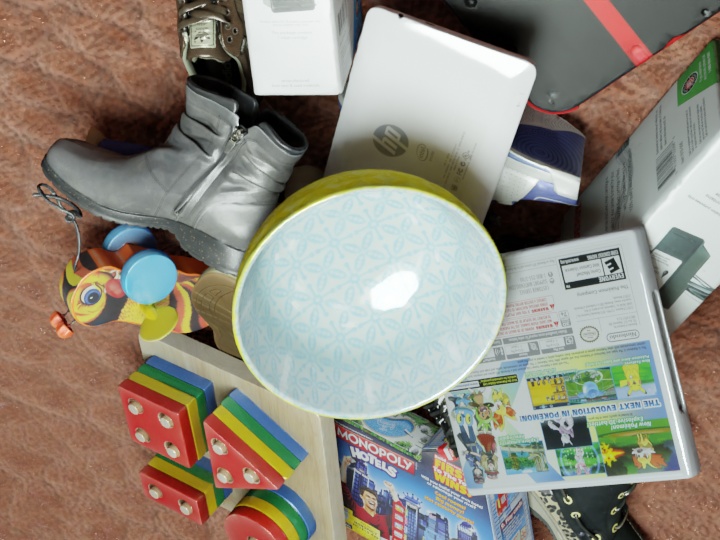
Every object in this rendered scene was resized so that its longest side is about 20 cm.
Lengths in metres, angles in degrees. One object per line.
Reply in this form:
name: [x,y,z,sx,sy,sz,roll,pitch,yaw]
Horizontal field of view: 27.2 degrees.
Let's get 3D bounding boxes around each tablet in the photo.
tablet: [0.044,-0.093,1.118,0.130,0.014,0.200,21,128,5]

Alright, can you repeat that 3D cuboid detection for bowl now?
bowl: [0.000,0.000,1.109,0.199,0.108,0.201,-5,122,-7]

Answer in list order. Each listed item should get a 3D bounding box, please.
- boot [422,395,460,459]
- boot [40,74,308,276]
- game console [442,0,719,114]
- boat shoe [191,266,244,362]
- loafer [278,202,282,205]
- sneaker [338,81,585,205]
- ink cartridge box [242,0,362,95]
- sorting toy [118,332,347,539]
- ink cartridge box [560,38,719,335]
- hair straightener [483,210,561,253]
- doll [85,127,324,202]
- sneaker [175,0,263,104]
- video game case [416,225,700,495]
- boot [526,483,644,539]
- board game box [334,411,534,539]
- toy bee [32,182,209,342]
boot: [0.051,0.096,1.204,0.199,0.139,0.077,-3,160,-18]
boot: [-0.139,-0.093,1.124,0.200,0.070,0.132,23,120,7]
game console: [0.149,-0.224,1.090,0.177,0.031,0.200,-35,114,23]
boat shoe: [-0.090,0.027,1.230,0.071,0.065,0.200,29,161,10]
loafer: [-0.022,0.002,1.228,0.063,0.072,0.200,-12,145,14]
sneaker: [0.074,-0.078,1.178,0.199,0.081,0.115,15,130,7]
ink cartridge box: [-0.045,-0.239,1.053,0.066,0.116,0.200,1,125,9]
sorting toy: [-0.117,0.170,1.319,0.198,0.070,0.200,22,137,27]
ink cartridge box: [0.239,-0.051,1.123,0.083,0.147,0.200,29,126,-11]
hair straightener: [0.112,-0.008,1.236,0.199,0.041,0.077,12,126,1]
doll: [-0.125,-0.074,1.218,0.199,0.049,0.137,7,145,1]
sneaker: [-0.106,-0.196,1.116,0.070,0.076,0.200,-2,125,11]
video game case: [0.143,0.073,1.113,0.200,0.022,0.183,-12,93,40]
boot: [0.237,0.195,1.335,0.154,0.074,0.204,-33,111,33]
board game box: [0.071,0.187,1.335,0.200,0.062,0.200,26,137,24]
toy bee: [-0.207,0.012,1.247,0.200,0.131,0.109,31,101,-18]
